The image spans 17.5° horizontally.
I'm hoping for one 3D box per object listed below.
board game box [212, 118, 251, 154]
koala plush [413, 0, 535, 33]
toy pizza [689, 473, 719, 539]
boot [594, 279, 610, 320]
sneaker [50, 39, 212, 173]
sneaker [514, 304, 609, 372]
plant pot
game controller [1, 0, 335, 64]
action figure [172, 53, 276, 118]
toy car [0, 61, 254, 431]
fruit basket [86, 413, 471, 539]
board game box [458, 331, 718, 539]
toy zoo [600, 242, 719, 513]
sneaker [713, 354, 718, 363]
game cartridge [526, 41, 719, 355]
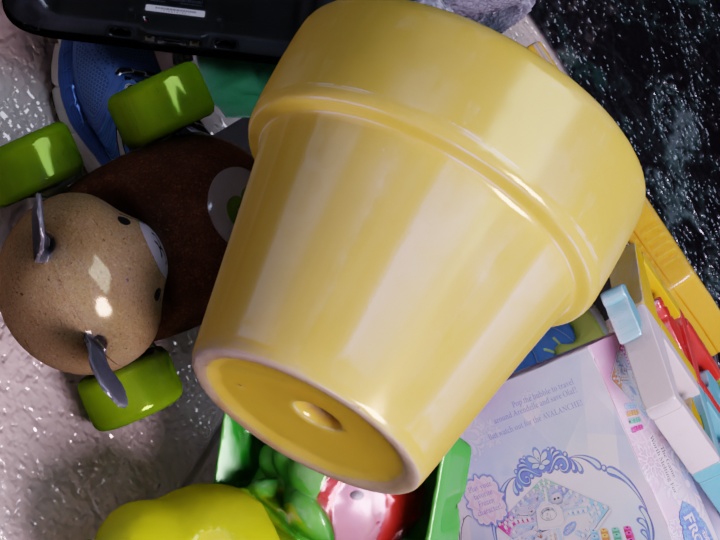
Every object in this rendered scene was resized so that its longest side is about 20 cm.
[{"bbox_3d":[0.000,0.000,1.445,0.199,0.064,0.149,19,58,-39],"label":"board game box"},{"bbox_3d":[0.100,-0.247,1.566,0.183,0.199,0.179,-4,74,-47],"label":"koala plush"},{"bbox_3d":[0.224,0.154,1.432,0.201,0.032,0.201,56,18,-29],"label":"toy pizza"},{"bbox_3d":[0.120,-0.059,1.588,0.200,0.067,0.131,60,3,-46],"label":"boot"},{"bbox_3d":[-0.113,-0.074,1.341,0.078,0.089,0.201,-6,73,-48],"label":"sneaker"},{"bbox_3d":[0.130,0.106,1.498,0.104,0.076,0.201,-12,46,-11],"label":"sneaker"},{"bbox_3d":[0.015,-0.001,1.164,0.201,0.200,0.190,40,66,-26],"label":"plant pot"},{"bbox_3d":[-0.104,-0.166,1.341,0.198,0.042,0.105,6,58,-4],"label":"game controller"},{"bbox_3d":[-0.076,-0.140,1.387,0.118,0.055,0.200,4,38,-39],"label":"action figure"},{"bbox_3d":[-0.123,-0.002,1.195,0.200,0.157,0.165,-57,123,-81],"label":"toy car"},{"bbox_3d":[-0.041,0.161,1.232,0.215,0.155,0.217,-30,125,-56],"label":"fruit basket"},{"bbox_3d":[0.116,0.158,1.385,0.043,0.199,0.200,-23,89,-45],"label":"board game box"},{"bbox_3d":[0.191,0.073,1.354,0.200,0.020,0.132,52,20,-36],"label":"toy zoo"},{"bbox_3d":[0.253,0.122,1.636,0.070,0.082,0.201,10,64,-44],"label":"sneaker"},{"bbox_3d":[0.179,-0.043,1.576,0.201,0.032,0.176,61,8,25],"label":"game cartridge"}]
